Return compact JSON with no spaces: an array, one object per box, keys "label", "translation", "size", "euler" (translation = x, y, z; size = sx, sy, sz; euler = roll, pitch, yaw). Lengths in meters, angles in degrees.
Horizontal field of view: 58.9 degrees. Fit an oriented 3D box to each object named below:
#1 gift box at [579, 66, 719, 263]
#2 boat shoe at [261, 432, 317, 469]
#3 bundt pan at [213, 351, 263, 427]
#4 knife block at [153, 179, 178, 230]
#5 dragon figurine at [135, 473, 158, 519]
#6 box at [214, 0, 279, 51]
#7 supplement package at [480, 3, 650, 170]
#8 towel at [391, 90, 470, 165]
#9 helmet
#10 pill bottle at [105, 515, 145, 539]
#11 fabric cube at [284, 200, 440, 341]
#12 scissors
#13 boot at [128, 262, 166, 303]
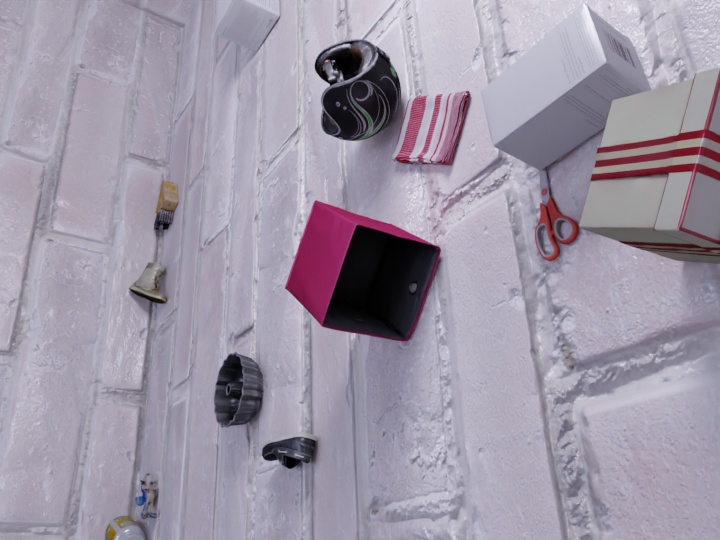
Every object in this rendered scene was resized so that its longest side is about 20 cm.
[{"label":"gift box","translation":[0.385,-0.103,0.688],"size":[0.187,0.199,0.186],"euler":[-165,85,-74]},{"label":"boat shoe","translation":[-0.171,0.418,1.457],"size":[0.200,0.072,0.068],"euler":[-29,50,47]},{"label":"bundt pan","translation":[-0.325,0.327,1.732],"size":[0.202,0.075,0.203],"euler":[-30,53,50]},{"label":"knife block","translation":[-0.876,-0.280,2.852],"size":[0.176,0.064,0.201],"euler":[-52,39,32]},{"label":"dragon figurine","translation":[-0.753,0.793,2.242],"size":[0.200,0.059,0.100],"euler":[22,97,57]},{"label":"box","translation":[-0.402,-0.936,2.257],"size":[0.200,0.171,0.200],"euler":[-36,49,46]},{"label":"supplement package","translation":[0.294,-0.261,0.938],"size":[0.200,0.116,0.118],"euler":[-35,51,42]},{"label":"towel","translation":[0.137,-0.288,1.295],"size":[0.200,0.023,0.145],"euler":[18,93,59]},{"label":"helmet","translation":[-0.008,-0.384,1.404],"size":[0.199,0.191,0.201],"euler":[-11,53,15]},{"label":"pill bottle","translation":[-0.821,0.943,2.242],"size":[0.200,0.112,0.114],"euler":[-7,72,57]},{"label":"fabric cube","translation":[0.000,0.000,1.233],"size":[0.199,0.199,0.197],"euler":[33,107,59]},{"label":"scissors","translation":[0.285,-0.108,0.997],"size":[0.073,0.014,0.201],"euler":[-44,44,40]},{"label":"boot","translation":[-0.861,0.049,2.681],"size":[0.199,0.072,0.155],"euler":[17,65,29]}]
